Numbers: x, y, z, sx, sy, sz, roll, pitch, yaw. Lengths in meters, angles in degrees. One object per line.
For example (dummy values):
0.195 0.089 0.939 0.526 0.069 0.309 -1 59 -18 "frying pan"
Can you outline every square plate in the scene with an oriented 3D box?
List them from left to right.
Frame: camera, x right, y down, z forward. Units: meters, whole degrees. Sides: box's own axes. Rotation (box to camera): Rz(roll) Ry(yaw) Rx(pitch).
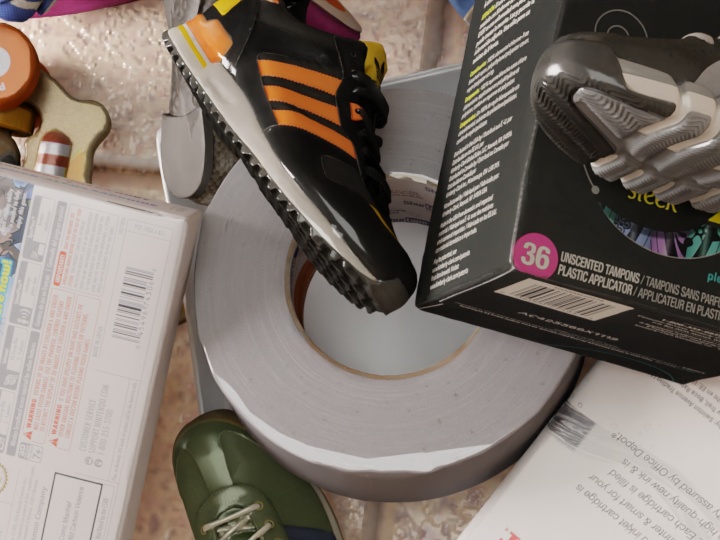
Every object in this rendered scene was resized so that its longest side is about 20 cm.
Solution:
0.000 0.000 0.976 0.197 0.028 0.201 -11 79 5 "square plate"

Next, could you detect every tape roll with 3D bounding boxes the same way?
0.017 0.012 0.910 0.199 0.066 0.201 -2 71 5 "tape roll"

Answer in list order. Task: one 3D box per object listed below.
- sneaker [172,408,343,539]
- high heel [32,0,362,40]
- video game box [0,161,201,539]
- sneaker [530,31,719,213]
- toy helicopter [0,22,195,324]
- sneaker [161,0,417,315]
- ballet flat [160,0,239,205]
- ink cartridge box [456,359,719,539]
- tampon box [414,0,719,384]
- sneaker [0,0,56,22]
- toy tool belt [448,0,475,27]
-0.038 0.164 0.907 0.067 0.090 0.201 -28 88 8 "sneaker"
-0.098 -0.147 1.022 0.200 0.067 0.096 30 103 18 "high heel"
-0.188 0.046 0.900 0.181 0.047 0.201 14 99 2 "video game box"
0.157 -0.083 0.721 0.199 0.075 0.116 20 71 -27 "sneaker"
-0.175 -0.032 1.003 0.200 0.079 0.132 39 82 3 "toy helicopter"
-0.015 -0.071 0.860 0.090 0.070 0.200 -35 57 -4 "sneaker"
-0.073 -0.135 0.960 0.067 0.046 0.201 1 89 52 "ballet flat"
0.166 0.108 0.897 0.145 0.084 0.200 38 88 16 "ink cartridge box"
0.128 -0.067 0.809 0.149 0.126 0.201 15 78 -15 "tampon box"
-0.163 -0.176 0.969 0.199 0.075 0.089 6 89 45 "sneaker"
0.094 -0.139 0.940 0.200 0.125 0.123 41 78 -8 "toy tool belt"
